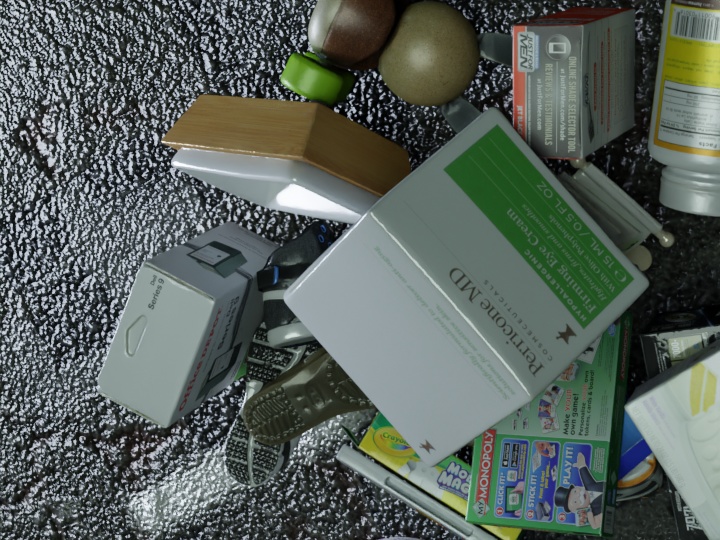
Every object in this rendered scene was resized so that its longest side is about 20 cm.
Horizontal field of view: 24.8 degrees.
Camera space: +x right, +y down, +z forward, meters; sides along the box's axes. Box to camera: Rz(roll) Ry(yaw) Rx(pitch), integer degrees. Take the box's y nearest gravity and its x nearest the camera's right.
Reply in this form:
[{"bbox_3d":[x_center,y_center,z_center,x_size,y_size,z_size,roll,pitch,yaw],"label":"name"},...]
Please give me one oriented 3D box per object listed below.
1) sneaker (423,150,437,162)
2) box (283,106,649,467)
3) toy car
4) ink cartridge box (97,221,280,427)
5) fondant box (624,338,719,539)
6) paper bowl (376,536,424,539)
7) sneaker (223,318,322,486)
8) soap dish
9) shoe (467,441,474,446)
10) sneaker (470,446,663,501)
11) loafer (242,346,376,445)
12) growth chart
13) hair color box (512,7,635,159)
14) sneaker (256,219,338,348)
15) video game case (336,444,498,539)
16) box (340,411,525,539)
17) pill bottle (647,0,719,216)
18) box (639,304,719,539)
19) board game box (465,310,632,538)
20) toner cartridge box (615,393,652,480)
[{"bbox_3d":[0.082,-0.068,1.548,0.199,0.081,0.089,-14,53,37],"label":"sneaker"},{"bbox_3d":[0.083,0.016,1.352,0.199,0.171,0.200,49,149,2],"label":"box"},{"bbox_3d":[0.055,-0.202,1.491,0.199,0.158,0.165,27,100,2],"label":"toy car"},{"bbox_3d":[-0.158,0.050,1.594,0.084,0.200,0.146,26,111,12],"label":"ink cartridge box"},{"bbox_3d":[0.349,0.122,1.402,0.200,0.058,0.145,-34,88,23],"label":"fondant box"},{"bbox_3d":[0.038,0.379,1.650,0.200,0.104,0.202,4,102,20],"label":"paper bowl"},{"bbox_3d":[-0.081,0.118,1.657,0.073,0.080,0.201,22,91,15],"label":"sneaker"},{"bbox_3d":[-0.063,-0.105,1.523,0.200,0.157,0.082,10,81,45],"label":"soap dish"},{"bbox_3d":[0.045,0.102,1.597,0.200,0.053,0.070,41,108,16],"label":"shoe"},{"bbox_3d":[0.196,0.186,1.562,0.199,0.077,0.079,6,66,36],"label":"sneaker"},{"bbox_3d":[-0.020,0.100,1.565,0.199,0.067,0.076,-21,106,12],"label":"loafer"},{"bbox_3d":[0.165,-0.028,1.461,0.200,0.018,0.145,-25,122,35],"label":"growth chart"},{"bbox_3d":[0.187,-0.165,1.413,0.064,0.200,0.111,3,103,20],"label":"hair color box"},{"bbox_3d":[0.000,0.000,1.556,0.199,0.073,0.112,-12,82,-10],"label":"sneaker"},{"bbox_3d":[0.071,0.233,1.587,0.200,0.143,0.017,31,83,12],"label":"video game case"},{"bbox_3d":[0.074,0.197,1.586,0.199,0.117,0.048,29,83,11],"label":"box"},{"bbox_3d":[0.309,-0.153,1.419,0.109,0.109,0.201,10,106,19],"label":"pill bottle"},{"bbox_3d":[0.356,0.133,1.480,0.163,0.086,0.201,-10,98,22],"label":"box"},{"bbox_3d":[0.169,0.133,1.470,0.134,0.029,0.201,1,78,33],"label":"board game box"},{"bbox_3d":[0.181,0.109,1.513,0.095,0.043,0.200,-43,58,14],"label":"toner cartridge box"}]
